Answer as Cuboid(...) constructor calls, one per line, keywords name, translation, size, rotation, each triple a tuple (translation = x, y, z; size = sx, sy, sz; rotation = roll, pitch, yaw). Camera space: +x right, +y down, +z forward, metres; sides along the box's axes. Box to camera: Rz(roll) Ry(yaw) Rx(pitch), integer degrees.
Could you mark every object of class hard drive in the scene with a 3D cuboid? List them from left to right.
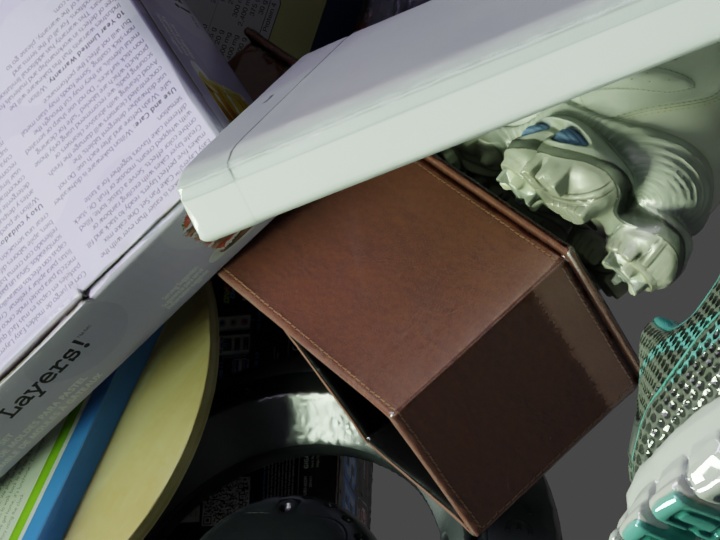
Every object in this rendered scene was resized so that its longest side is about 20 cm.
Cuboid(name="hard drive", translation=(0.053, -0.072, 0.832), size=(0.200, 0.027, 0.132), rotation=(-20, 14, 25))

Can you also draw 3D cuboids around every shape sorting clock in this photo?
Cuboid(name="shape sorting clock", translation=(-0.138, 0.052, 0.992), size=(0.200, 0.039, 0.200), rotation=(-13, 55, 19))

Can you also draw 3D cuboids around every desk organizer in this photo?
Cuboid(name="desk organizer", translation=(0.000, 0.000, 0.930), size=(0.077, 0.072, 0.200), rotation=(-42, 41, -9))

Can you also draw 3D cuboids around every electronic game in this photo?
Cuboid(name="electronic game", translation=(-0.027, 0.114, 0.930), size=(0.200, 0.042, 0.200), rotation=(-14, 51, 18))

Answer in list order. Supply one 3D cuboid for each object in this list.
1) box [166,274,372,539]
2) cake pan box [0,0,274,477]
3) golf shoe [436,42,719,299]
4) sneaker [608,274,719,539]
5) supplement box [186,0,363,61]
Cuboid(name="box", translation=(-0.095, 0.073, 1.031), size=(0.198, 0.050, 0.200), rotation=(-6, 66, 17))
Cuboid(name="cake pan box", translation=(-0.139, -0.033, 0.947), size=(0.200, 0.052, 0.184), rotation=(-44, 57, 14))
Cuboid(name="golf shoe", translation=(0.074, -0.053, 0.920), size=(0.097, 0.078, 0.200), rotation=(-48, 26, -9))
Cuboid(name="sneaker", translation=(0.134, 0.011, 0.761), size=(0.200, 0.078, 0.091), rotation=(-40, 40, 43))
Cuboid(name="supplement box", translation=(-0.136, -0.127, 1.142), size=(0.200, 0.200, 0.134), rotation=(25, 97, 54))
